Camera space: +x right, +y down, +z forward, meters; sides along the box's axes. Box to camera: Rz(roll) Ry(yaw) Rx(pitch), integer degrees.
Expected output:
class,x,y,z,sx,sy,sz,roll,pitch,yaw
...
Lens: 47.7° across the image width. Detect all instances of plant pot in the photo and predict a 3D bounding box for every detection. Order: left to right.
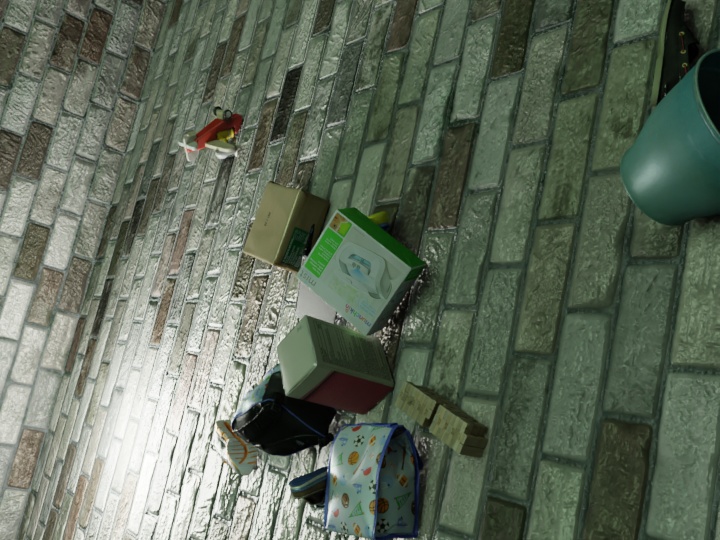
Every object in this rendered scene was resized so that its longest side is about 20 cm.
class,x,y,z,sx,sy,sz,roll,pitch,yaw
plant pot,0.466,-0.159,1.106,0.188,0.199,0.201,133,142,-54

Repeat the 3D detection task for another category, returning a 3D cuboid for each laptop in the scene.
class,x,y,z,sx,sy,sz,roll,pitch,yaw
laptop,-0.090,0.026,1.868,0.200,0.103,0.178,-78,0,-55

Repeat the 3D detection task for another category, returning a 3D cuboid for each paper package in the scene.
class,x,y,z,sx,sy,sz,roll,pitch,yaw
paper package,-0.187,-0.109,2.051,0.190,0.103,0.201,20,90,56

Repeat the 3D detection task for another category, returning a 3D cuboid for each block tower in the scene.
class,x,y,z,sx,sy,sz,roll,pitch,yaw
block tower,0.144,0.262,1.452,0.200,0.058,0.054,29,97,54

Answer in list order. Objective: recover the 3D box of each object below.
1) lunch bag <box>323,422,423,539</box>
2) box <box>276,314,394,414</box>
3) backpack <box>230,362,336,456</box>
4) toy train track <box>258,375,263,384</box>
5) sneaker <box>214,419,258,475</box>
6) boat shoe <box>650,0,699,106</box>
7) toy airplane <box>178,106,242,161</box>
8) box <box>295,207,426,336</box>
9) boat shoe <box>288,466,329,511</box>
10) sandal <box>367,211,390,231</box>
class,x,y,z,sx,sy,sz,roll,pitch,yaw
lunch bag,0.024,0.382,1.500,0.170,0.124,0.201,-14,72,50
box,-0.051,0.191,1.626,0.109,0.200,0.128,-47,40,29
backpack,-0.166,0.305,1.758,0.200,0.183,0.147,-36,24,41
toy train track,-0.210,0.313,1.936,0.115,0.032,0.200,-61,36,13
sneaker,-0.305,0.442,1.980,0.200,0.078,0.078,43,123,57
boat shoe,0.490,-0.338,1.263,0.063,0.074,0.202,5,64,19
toy airplane,-0.463,-0.401,2.546,0.198,0.141,0.200,-15,41,14
box,0.000,0.000,1.665,0.200,0.097,0.177,40,110,16
boat shoe,-0.075,0.425,1.580,0.072,0.200,0.073,-16,80,20
sandal,0.005,-0.041,1.778,0.200,0.079,0.087,-45,67,44
